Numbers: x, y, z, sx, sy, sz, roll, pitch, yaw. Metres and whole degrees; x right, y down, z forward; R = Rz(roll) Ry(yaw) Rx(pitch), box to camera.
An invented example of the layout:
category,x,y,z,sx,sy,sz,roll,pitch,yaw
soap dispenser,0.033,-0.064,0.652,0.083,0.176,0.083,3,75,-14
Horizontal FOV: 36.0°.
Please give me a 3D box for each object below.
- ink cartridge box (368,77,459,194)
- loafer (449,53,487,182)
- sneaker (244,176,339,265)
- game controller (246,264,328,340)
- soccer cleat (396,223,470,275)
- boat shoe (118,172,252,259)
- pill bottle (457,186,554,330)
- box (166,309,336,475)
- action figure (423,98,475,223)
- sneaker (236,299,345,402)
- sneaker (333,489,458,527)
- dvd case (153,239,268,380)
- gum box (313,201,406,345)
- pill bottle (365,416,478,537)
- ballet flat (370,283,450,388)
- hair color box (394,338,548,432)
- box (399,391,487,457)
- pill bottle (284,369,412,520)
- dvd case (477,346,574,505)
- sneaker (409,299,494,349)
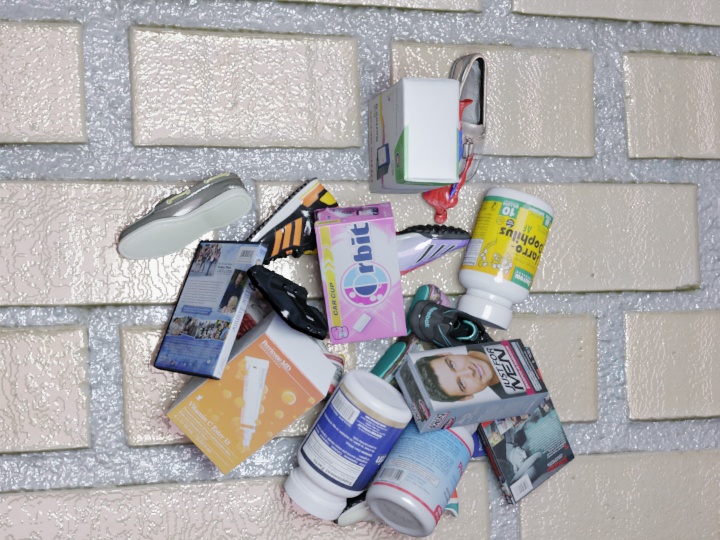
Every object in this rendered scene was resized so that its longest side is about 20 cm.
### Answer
category,x,y,z,sx,sy,sz,roll,pitch,yaw
ink cartridge box,0.074,-0.191,1.615,0.087,0.200,0.146,0,90,-12
loafer,0.163,-0.237,1.711,0.071,0.063,0.201,5,87,-15
sneaker,-0.107,-0.043,1.626,0.090,0.070,0.200,45,76,-7
game controller,-0.098,0.047,1.530,0.042,0.200,0.105,-33,75,6
soccer cleat,0.072,-0.027,1.684,0.199,0.068,0.074,-7,103,-14
boat shoe,-0.256,-0.079,1.590,0.201,0.072,0.060,-24,54,-3
pill bottle,0.216,-0.016,1.695,0.112,0.113,0.201,21,83,-14
box,-0.152,0.169,1.550,0.200,0.098,0.124,-40,100,19
action figure,0.133,-0.165,1.681,0.065,0.052,0.201,18,115,24
sneaker,-0.108,0.105,1.630,0.200,0.078,0.082,41,54,-9
sneaker,0.060,0.365,1.663,0.199,0.070,0.094,-18,88,-18
dvd case,-0.211,0.051,1.550,0.018,0.142,0.201,32,70,-41
gum box,0.000,0.000,1.608,0.113,0.066,0.201,-7,114,0
pill bottle,0.098,0.275,1.604,0.109,0.109,0.200,40,59,-11
ballet flat,0.080,0.117,1.680,0.071,0.069,0.201,34,76,-17
hair color box,0.161,0.164,1.599,0.199,0.061,0.099,-5,53,-28
box,0.131,0.236,1.708,0.199,0.032,0.122,-10,91,-15
pill bottle,-0.021,0.253,1.598,0.115,0.116,0.201,29,103,-13
dvd case,0.246,0.240,1.720,0.146,0.022,0.201,-30,101,-30
sneaker,0.156,0.106,1.661,0.200,0.079,0.076,28,75,-44
